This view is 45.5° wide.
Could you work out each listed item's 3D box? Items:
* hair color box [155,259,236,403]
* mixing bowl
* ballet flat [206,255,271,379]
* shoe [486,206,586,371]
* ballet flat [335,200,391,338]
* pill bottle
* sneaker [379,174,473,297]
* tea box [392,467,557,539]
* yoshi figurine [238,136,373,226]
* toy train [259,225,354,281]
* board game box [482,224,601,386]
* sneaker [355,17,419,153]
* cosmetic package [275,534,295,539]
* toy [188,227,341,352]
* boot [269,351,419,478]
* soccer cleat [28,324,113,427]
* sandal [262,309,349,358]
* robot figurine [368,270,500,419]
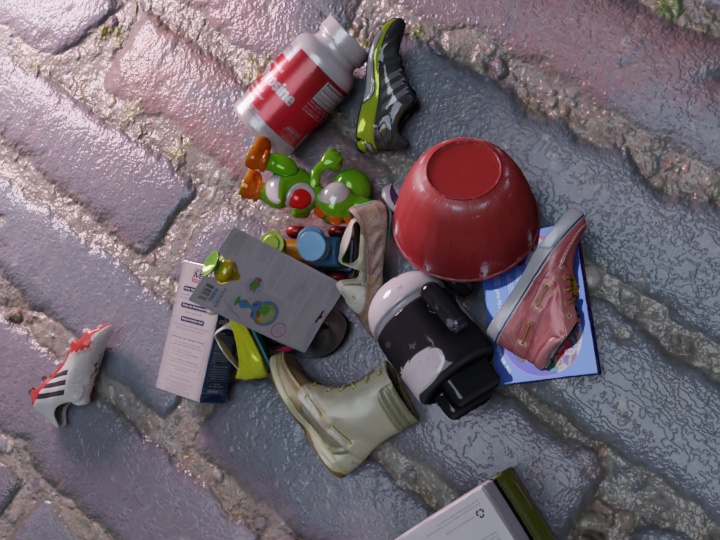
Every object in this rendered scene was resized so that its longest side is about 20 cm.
[{"bbox_3d":[-0.237,0.092,1.300,0.100,0.060,0.201,11,88,35],"label":"hair color box"},{"bbox_3d":[0.135,-0.098,1.111,0.199,0.109,0.201,-3,57,5],"label":"mixing bowl"},{"bbox_3d":[-0.183,0.068,1.232,0.067,0.067,0.201,-16,104,2],"label":"ballet flat"},{"bbox_3d":[0.249,0.026,1.083,0.091,0.071,0.201,35,101,20],"label":"shoe"},{"bbox_3d":[0.000,0.000,1.200,0.068,0.067,0.201,-148,57,-63],"label":"ballet flat"},{"bbox_3d":[-0.083,-0.274,1.271,0.200,0.112,0.112,-45,71,10],"label":"pill bottle"},{"bbox_3d":[0.111,-0.060,1.193,0.087,0.074,0.200,-38,71,7],"label":"sneaker"},{"bbox_3d":[0.126,0.360,1.063,0.200,0.197,0.134,-35,73,12],"label":"tea box"},{"bbox_3d":[-0.067,-0.124,1.244,0.199,0.112,0.112,21,81,1],"label":"yoshi figurine"},{"bbox_3d":[-0.115,-0.030,1.249,0.199,0.116,0.085,2,83,21],"label":"toy train"},{"bbox_3d":[0.236,0.046,1.144,0.134,0.045,0.201,-10,80,19],"label":"board game box"},{"bbox_3d":[0.049,-0.266,1.250,0.081,0.074,0.201,9,92,12],"label":"sneaker"},{"bbox_3d":[-0.118,0.481,1.138,0.165,0.200,0.165,35,95,21],"label":"cosmetic package"},{"bbox_3d":[-0.131,0.024,1.188,0.115,0.200,0.047,-57,37,6],"label":"toy"},{"bbox_3d":[-0.025,0.169,1.213,0.154,0.072,0.200,-38,77,13],"label":"boot"},{"bbox_3d":[-0.452,0.169,1.382,0.200,0.069,0.085,-46,79,13],"label":"soccer cleat"},{"bbox_3d":[-0.113,0.090,1.270,0.199,0.045,0.075,-1,82,21],"label":"sandal"},{"bbox_3d":[0.097,0.093,1.132,0.150,0.125,0.200,-47,64,23],"label":"robot figurine"}]
